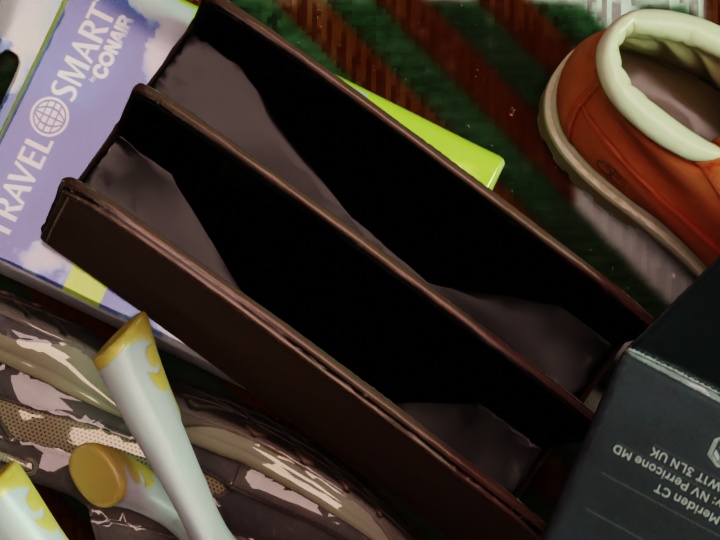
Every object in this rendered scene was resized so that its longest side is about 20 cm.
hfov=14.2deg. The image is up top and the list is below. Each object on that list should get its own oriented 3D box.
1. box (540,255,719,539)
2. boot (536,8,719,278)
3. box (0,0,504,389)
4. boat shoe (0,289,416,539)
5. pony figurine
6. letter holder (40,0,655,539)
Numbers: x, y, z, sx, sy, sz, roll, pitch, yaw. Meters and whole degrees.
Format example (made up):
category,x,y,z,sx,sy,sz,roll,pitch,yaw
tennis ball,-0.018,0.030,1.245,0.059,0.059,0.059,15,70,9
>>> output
category,x,y,z,sx,sy,sz,roll,pitch,yaw
box,0.127,0.108,0.976,0.117,0.197,0.201,26,112,13
boot,0.158,-0.024,1.076,0.200,0.107,0.075,34,75,2
box,-0.060,-0.030,1.089,0.199,0.048,0.122,25,81,-4
boat shoe,-0.074,0.078,1.071,0.199,0.074,0.074,27,94,4
pony figurine,-0.053,0.137,0.958,0.200,0.193,0.166,48,124,-7
letter holder,0.000,0.000,0.998,0.200,0.142,0.101,36,81,-3
